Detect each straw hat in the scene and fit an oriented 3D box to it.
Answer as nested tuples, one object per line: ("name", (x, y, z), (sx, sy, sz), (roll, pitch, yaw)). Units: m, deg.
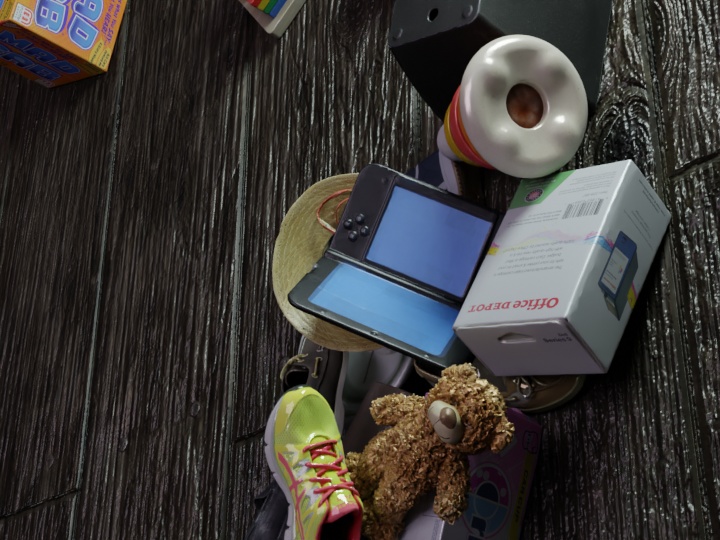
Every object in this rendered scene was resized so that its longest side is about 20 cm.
("straw hat", (0.000, 0.000, 1.534), (0.200, 0.085, 0.202), (-1, 75, 5))

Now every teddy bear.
("teddy bear", (0.051, 0.174, 1.302), (0.199, 0.067, 0.146), (-27, 53, 38))

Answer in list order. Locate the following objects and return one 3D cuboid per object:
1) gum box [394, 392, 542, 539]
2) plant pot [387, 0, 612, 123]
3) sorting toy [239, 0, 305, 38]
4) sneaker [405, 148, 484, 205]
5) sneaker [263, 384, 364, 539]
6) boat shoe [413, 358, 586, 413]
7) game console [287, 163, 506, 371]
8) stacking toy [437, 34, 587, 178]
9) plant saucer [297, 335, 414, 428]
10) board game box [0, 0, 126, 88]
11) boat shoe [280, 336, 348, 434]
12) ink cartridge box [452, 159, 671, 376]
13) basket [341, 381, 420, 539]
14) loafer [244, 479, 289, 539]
("gum box", (0.104, 0.222, 1.360), (0.066, 0.113, 0.201), (-2, 69, 48))
("plant pot", (0.144, -0.281, 1.540), (0.199, 0.177, 0.201), (-8, 65, 46))
("sorting toy", (-0.125, -0.476, 2.033), (0.200, 0.069, 0.199), (-54, 40, 13))
("sneaker", (0.084, -0.049, 1.564), (0.108, 0.070, 0.201), (-29, 44, 30))
("sneaker", (-0.032, 0.206, 1.304), (0.090, 0.078, 0.201), (-12, 88, 57))
("boat shoe", (0.143, 0.102, 1.422), (0.200, 0.063, 0.074), (-1, 69, 48))
("game console", (0.054, -0.007, 1.421), (0.199, 0.116, 0.177), (23, 89, 11))
("stacking toy", (0.136, -0.159, 1.470), (0.200, 0.145, 0.147), (-13, 59, 67))
("plant saucer", (0.010, 0.090, 1.589), (0.200, 0.050, 0.201), (-26, 51, 38))
("board game box", (-0.548, -0.461, 2.397), (0.199, 0.199, 0.201), (-5, 67, 47))
("boat shoe", (-0.055, 0.126, 1.524), (0.072, 0.060, 0.202), (-51, 22, 31))
("ink cartridge box", (0.197, 0.001, 1.354), (0.145, 0.088, 0.201), (-8, 44, 46))
("basket", (0.025, 0.229, 1.435), (0.180, 0.136, 0.201), (4, 69, 65))
("loafer", (-0.085, 0.258, 1.547), (0.070, 0.068, 0.201), (2, 43, 20))
